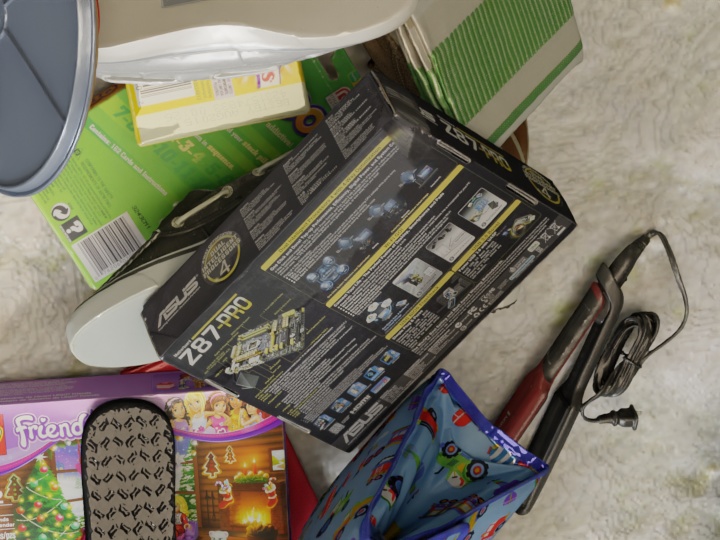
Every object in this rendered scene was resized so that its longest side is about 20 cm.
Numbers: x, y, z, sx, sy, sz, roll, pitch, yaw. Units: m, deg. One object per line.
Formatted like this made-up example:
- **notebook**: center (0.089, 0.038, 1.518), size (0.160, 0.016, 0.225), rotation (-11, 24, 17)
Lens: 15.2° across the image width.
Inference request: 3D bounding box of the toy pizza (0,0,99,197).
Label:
- **toy pizza**: center (-0.187, -0.140, 1.475), size (0.032, 0.200, 0.201), rotation (-7, 111, -34)

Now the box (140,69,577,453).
- **box**: center (0.000, 0.000, 1.523), size (0.161, 0.049, 0.200), rotation (27, 115, -41)

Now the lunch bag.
- **lunch bag**: center (0.000, 0.168, 1.537), size (0.094, 0.200, 0.151), rotation (42, 122, 5)

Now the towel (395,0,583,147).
- **towel**: center (0.056, -0.177, 1.552), size (0.153, 0.023, 0.200), rotation (-46, 117, -41)

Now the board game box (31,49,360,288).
- **board game box**: center (-0.098, -0.082, 1.585), size (0.200, 0.030, 0.096), rotation (-31, 112, 2)

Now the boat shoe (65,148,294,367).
- **boat shoe**: center (-0.083, -0.011, 1.559), size (0.200, 0.064, 0.071), rotation (-27, 144, -1)

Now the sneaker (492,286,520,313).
- **sneaker**: center (-0.005, -0.002, 1.620), size (0.200, 0.074, 0.080), rotation (-13, 105, -16)

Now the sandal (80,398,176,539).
- **sandal**: center (-0.139, 0.174, 1.610), size (0.075, 0.045, 0.201), rotation (2, 96, -11)

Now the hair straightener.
- **hair straightener**: center (0.145, 0.067, 1.690), size (0.077, 0.041, 0.200), rotation (28, 96, -19)

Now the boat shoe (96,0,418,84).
- **boat shoe**: center (-0.065, -0.137, 1.490), size (0.200, 0.069, 0.072), rotation (-12, 68, 4)

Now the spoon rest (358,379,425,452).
- **spoon rest**: center (0.037, 0.165, 1.675), size (0.099, 0.061, 0.200), rotation (-7, 110, 29)

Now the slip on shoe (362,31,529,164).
- **slip on shoe**: center (0.036, -0.129, 1.590), size (0.060, 0.076, 0.200), rotation (-12, 125, 33)

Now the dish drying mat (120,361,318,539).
- **dish drying mat**: center (-0.074, 0.130, 1.672), size (0.077, 0.018, 0.200), rotation (-25, 110, -2)

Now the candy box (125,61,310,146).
- **candy box**: center (-0.097, -0.178, 1.534), size (0.102, 0.026, 0.200), rotation (-11, 96, -2)

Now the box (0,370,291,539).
- **box**: center (-0.143, 0.132, 1.632), size (0.199, 0.039, 0.137), rotation (-4, 110, -3)
